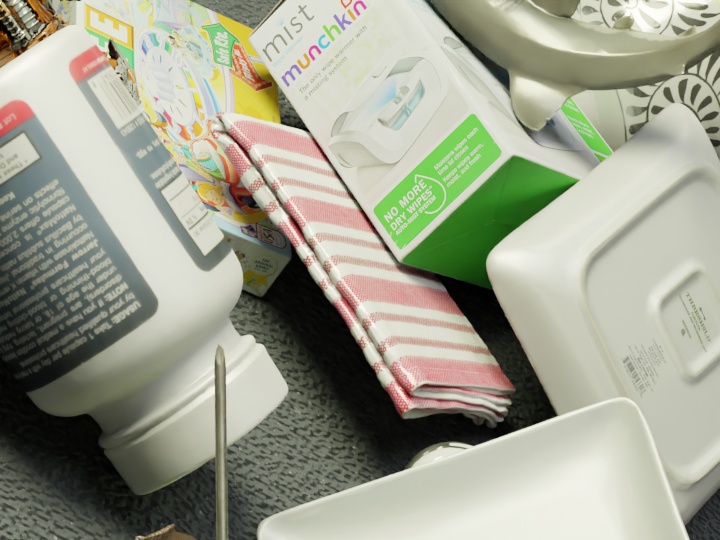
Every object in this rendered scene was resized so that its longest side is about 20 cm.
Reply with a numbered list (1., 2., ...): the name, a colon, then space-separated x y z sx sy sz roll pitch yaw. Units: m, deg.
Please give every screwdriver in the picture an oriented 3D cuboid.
1. screwdriver: -0.062 0.131 1.047 0.028 0.029 0.202 -10 97 -53

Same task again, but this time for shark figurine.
1. shark figurine: 0.127 -0.115 1.357 0.213 0.129 0.090 9 52 28

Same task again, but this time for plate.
1. plate: 0.178 0.032 1.386 0.200 0.032 0.200 -37 106 -38
2. plate: 0.065 0.169 1.136 0.032 0.199 0.200 68 4 -47

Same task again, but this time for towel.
1. towel: 0.000 0.000 1.332 0.200 0.030 0.146 55 16 19

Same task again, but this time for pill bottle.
1. pill bottle: -0.125 -0.001 1.148 0.201 0.119 0.120 57 32 -7

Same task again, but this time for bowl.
1. bowl: 0.152 -0.120 1.573 0.094 0.201 0.201 -22 62 -24

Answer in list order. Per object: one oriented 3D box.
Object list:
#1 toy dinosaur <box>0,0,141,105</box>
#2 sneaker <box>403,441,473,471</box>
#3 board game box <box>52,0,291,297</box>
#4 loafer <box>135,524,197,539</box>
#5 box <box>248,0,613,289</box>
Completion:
1. toy dinosaur: -0.207 -0.123 1.229 0.200 0.136 0.102 46 34 12
2. sneaker: 0.099 0.158 1.198 0.200 0.076 0.115 44 -3 6
3. board game box: -0.108 -0.085 1.374 0.134 0.034 0.201 22 36 -24
4. loafer: -0.138 0.140 1.029 0.071 0.073 0.200 49 33 17
5. box: 0.055 -0.083 1.440 0.200 0.097 0.177 16 36 -58
